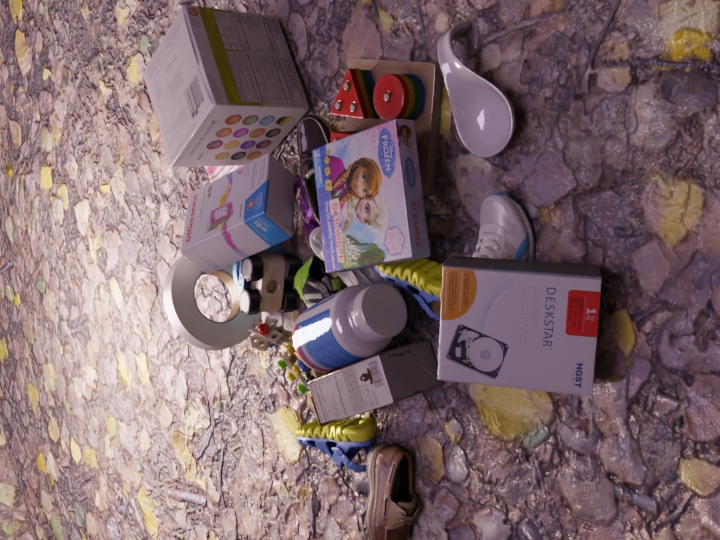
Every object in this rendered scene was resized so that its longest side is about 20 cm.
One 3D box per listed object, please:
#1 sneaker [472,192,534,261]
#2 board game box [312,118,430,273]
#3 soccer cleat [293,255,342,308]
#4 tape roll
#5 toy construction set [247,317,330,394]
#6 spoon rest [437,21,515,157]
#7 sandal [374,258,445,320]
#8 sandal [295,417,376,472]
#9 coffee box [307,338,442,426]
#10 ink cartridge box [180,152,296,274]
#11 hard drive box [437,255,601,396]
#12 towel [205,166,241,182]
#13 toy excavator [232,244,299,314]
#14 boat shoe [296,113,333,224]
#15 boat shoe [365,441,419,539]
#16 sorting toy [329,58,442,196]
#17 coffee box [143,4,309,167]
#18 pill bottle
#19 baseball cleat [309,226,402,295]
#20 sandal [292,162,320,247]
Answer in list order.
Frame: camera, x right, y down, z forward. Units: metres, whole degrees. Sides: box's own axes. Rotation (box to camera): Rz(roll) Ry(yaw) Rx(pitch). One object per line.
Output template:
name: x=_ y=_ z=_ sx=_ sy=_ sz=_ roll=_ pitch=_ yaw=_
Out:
sneaker: x=0.188 y=-0.007 z=1.214 sx=0.076 sy=0.080 sz=0.202 roll=2 pitch=96 yaw=51
board game box: x=0.011 y=-0.106 z=1.319 sx=0.199 sy=0.041 sz=0.202 roll=-11 pitch=85 yaw=49
soccer cleat: x=-0.053 y=0.061 z=1.519 sx=0.081 sy=0.067 sz=0.200 roll=-55 pitch=54 yaw=32
tape roll: x=-0.280 y=0.051 z=1.677 sx=0.037 sy=0.202 sz=0.204 roll=-22 pitch=79 yaw=47
toy construction set: x=-0.111 y=0.144 z=1.529 sx=0.092 sy=0.200 sz=0.131 roll=-44 pitch=56 yaw=-5
spoon rest: x=0.155 y=-0.253 z=1.227 sx=0.099 sy=0.060 sz=0.201 roll=-35 pitch=69 yaw=46
sandal: x=0.088 y=0.018 z=1.342 sx=0.200 sy=0.079 sz=0.087 roll=35 pitch=150 yaw=50
sandal: x=-0.042 y=0.304 z=1.528 sx=0.199 sy=0.079 sz=0.088 roll=-6 pitch=101 yaw=52
coffee box: x=0.020 y=0.182 z=1.416 sx=0.200 sy=0.114 sz=0.080 roll=-28 pitch=78 yaw=49
ink cartridge box: x=-0.221 y=-0.100 z=1.583 sx=0.199 sy=0.085 sz=0.145 roll=-23 pitch=47 yaw=28
hard drive box: x=0.206 y=0.068 z=1.137 sx=0.199 sy=0.077 sz=0.157 roll=3 pitch=101 yaw=14
towel: x=-0.283 y=-0.248 z=1.762 sx=0.146 sy=0.030 sz=0.201 roll=-42 pitch=65 yaw=45
toy excavator: x=-0.205 y=-0.028 z=1.668 sx=0.200 sy=0.099 sz=0.196 roll=27 pitch=115 yaw=53
boat shoe: x=-0.066 y=-0.167 z=1.478 sx=0.071 sy=0.066 sz=0.202 roll=-12 pitch=92 yaw=10
boat shoe: x=0.055 y=0.386 z=1.439 sx=0.074 sy=0.075 sz=0.202 roll=-1 pitch=96 yaw=46
sorting toy: x=0.028 y=-0.228 z=1.372 sx=0.199 sy=0.069 sz=0.200 roll=18 pitch=109 yaw=47
coffee box: x=-0.243 y=-0.323 z=1.573 sx=0.200 sy=0.197 sz=0.201 roll=-38 pitch=66 yaw=46
pill bottle: x=-0.016 y=0.087 z=1.367 sx=0.200 sy=0.112 sz=0.113 roll=-28 pitch=75 yaw=55
baseball cleat: x=0.000 y=0.000 z=1.453 sx=0.070 sy=0.106 sz=0.200 roll=-42 pitch=86 yaw=4
sandal: x=-0.093 y=-0.134 z=1.543 sx=0.082 sy=0.050 sz=0.204 roll=0 pitch=96 yaw=49
